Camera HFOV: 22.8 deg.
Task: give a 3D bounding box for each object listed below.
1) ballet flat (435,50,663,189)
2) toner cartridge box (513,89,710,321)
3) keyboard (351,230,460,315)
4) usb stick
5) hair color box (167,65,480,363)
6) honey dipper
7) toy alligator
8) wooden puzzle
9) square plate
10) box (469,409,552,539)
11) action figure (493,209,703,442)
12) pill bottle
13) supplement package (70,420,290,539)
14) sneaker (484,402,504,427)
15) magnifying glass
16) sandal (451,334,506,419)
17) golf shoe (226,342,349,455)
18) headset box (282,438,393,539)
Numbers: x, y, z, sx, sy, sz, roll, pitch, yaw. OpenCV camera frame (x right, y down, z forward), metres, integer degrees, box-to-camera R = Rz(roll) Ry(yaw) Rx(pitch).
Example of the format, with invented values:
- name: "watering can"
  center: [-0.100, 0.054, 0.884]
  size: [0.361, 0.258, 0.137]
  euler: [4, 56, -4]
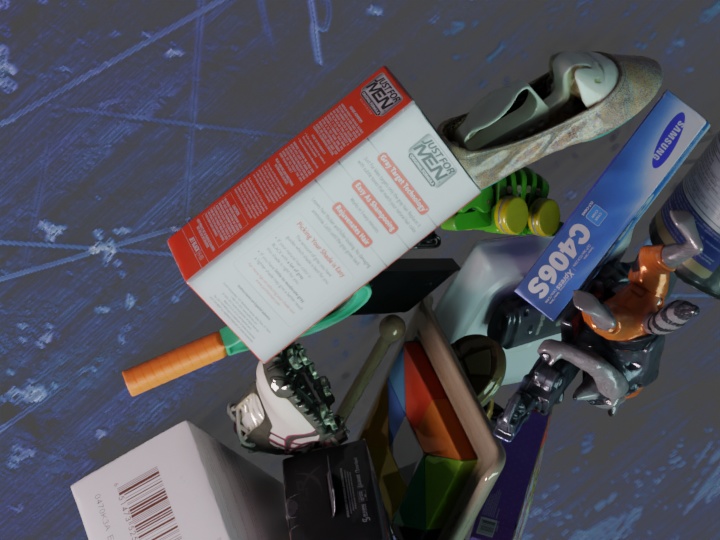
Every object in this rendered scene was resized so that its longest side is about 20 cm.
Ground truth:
- name: "ballet flat"
  center: [0.140, -0.123, 1.333]
  size: [0.199, 0.068, 0.067]
  euler: [-31, 138, -11]
- name: "toner cartridge box"
  center: [0.206, -0.051, 1.448]
  size: [0.200, 0.043, 0.095]
  euler: [-54, 172, 10]
- name: "keyboard"
  center: [0.000, 0.000, 1.389]
  size: [0.199, 0.021, 0.127]
  euler: [-2, 151, -44]
- name: "usb stick"
  center: [0.198, 0.026, 1.563]
  size: [0.199, 0.033, 0.056]
  euler: [-15, 144, -31]
- name: "hair color box"
  center: [-0.026, -0.038, 1.257]
  size: [0.200, 0.061, 0.102]
  euler: [-37, 127, 4]
- name: "honey dipper"
  center: [-0.011, 0.112, 1.528]
  size: [0.038, 0.038, 0.201]
  euler: [-7, 137, -39]
- name: "toy alligator"
  center: [0.096, -0.057, 1.390]
  size: [0.199, 0.059, 0.055]
  euler: [2, 93, -46]
- name: "wooden puzzle"
  center: [0.048, 0.149, 1.483]
  size: [0.037, 0.201, 0.186]
  euler: [2, 133, -24]
- name: "square plate"
  center: [0.138, 0.043, 1.588]
  size: [0.197, 0.029, 0.201]
  euler: [-7, 139, -38]
- name: "box"
  center: [0.129, 0.228, 1.619]
  size: [0.200, 0.039, 0.138]
  euler: [-64, 166, -51]
- name: "action figure"
  center: [0.194, 0.064, 1.390]
  size: [0.200, 0.104, 0.194]
  euler: [-51, 162, -24]
- name: "pill bottle"
  center: [0.348, -0.078, 1.548]
  size: [0.111, 0.112, 0.200]
  euler: [0, 134, -44]
- name: "supplement package"
  center: [-0.129, 0.225, 1.469]
  size: [0.117, 0.117, 0.200]
  euler: [-30, 150, 9]
- name: "sneaker"
  center: [0.061, 0.166, 1.652]
  size: [0.200, 0.076, 0.116]
  euler: [-18, 137, -41]
- name: "magnifying glass"
  center: [-0.085, 0.048, 1.355]
  size: [0.199, 0.023, 0.080]
  euler: [-21, 161, -6]
- name: "sandal"
  center: [0.082, 0.123, 1.536]
  size: [0.054, 0.081, 0.200]
  euler: [15, 139, -17]
- name: "golf shoe"
  center: [-0.064, 0.114, 1.416]
  size: [0.088, 0.078, 0.200]
  euler: [-20, 161, 1]
- name: "headset box"
  center: [-0.006, 0.243, 1.410]
  size: [0.074, 0.149, 0.201]
  euler: [-14, 115, 1]
